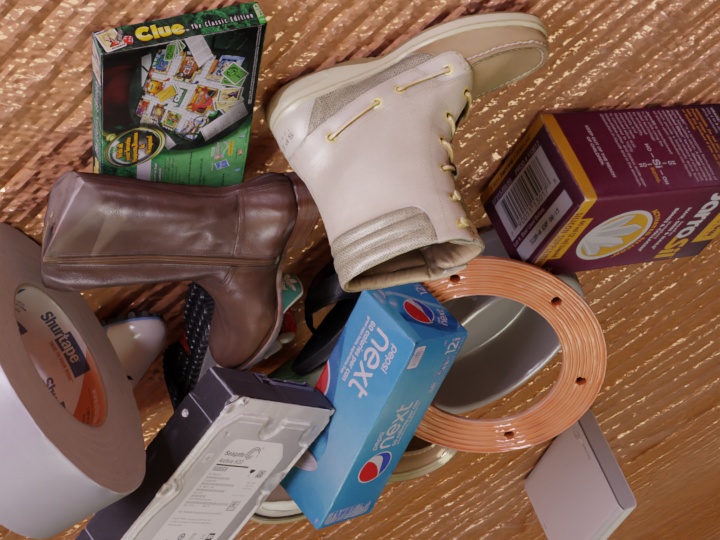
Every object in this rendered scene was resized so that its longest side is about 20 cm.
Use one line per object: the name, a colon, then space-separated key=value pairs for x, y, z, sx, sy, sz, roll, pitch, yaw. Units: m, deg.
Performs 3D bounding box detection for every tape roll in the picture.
tape roll: x=-0.220 y=0.070 z=1.002 sx=0.066 sy=0.201 sz=0.200 roll=-29 pitch=154 yaw=10

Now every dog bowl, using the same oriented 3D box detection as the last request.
dog bowl: x=0.113 y=0.050 z=1.371 sx=0.199 sy=0.059 sz=0.200 roll=-24 pitch=147 yaw=-17

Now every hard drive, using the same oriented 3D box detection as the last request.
hard drive: x=-0.121 y=0.163 z=1.164 sx=0.200 sy=0.038 sz=0.140 roll=-52 pitch=150 yaw=13
hard drive: x=0.264 y=0.271 z=1.875 sx=0.026 sy=0.132 sz=0.200 roll=-13 pitch=152 yaw=-21

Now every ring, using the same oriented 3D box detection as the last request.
ring: x=0.099 y=0.068 z=1.252 sx=0.199 sy=0.019 sz=0.201 roll=2 pitch=126 yaw=3

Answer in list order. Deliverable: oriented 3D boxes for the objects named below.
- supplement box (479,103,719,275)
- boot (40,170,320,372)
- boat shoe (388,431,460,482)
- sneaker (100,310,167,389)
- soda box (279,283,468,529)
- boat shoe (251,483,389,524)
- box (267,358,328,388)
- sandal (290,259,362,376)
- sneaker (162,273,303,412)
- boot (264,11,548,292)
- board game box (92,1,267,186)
supplement box: x=0.214 y=-0.066 z=1.250 sx=0.199 sy=0.086 sz=0.110 roll=-7 pitch=149 yaw=-32
boot: x=-0.140 y=0.006 z=1.047 sx=0.199 sy=0.064 sz=0.187 roll=-7 pitch=132 yaw=-37
boat shoe: x=-0.001 y=0.140 z=1.365 sx=0.199 sy=0.071 sz=0.065 roll=-4 pitch=135 yaw=36
sneaker: x=-0.210 y=0.101 z=1.221 sx=0.072 sy=0.073 sz=0.200 roll=6 pitch=140 yaw=-43
soda box: x=0.005 y=0.107 z=1.214 sx=0.064 sy=0.068 sz=0.201 roll=-8 pitch=135 yaw=-45
boat shoe: x=-0.032 y=0.194 z=1.557 sx=0.199 sy=0.075 sz=0.069 roll=-17 pitch=148 yaw=-31
box: x=-0.109 y=0.136 z=1.291 sx=0.200 sy=0.036 sz=0.144 roll=-34 pitch=-174 yaw=-19
sandal: x=0.000 y=-0.001 z=1.224 sx=0.201 sy=0.048 sz=0.075 roll=-50 pitch=-172 yaw=19
sneaker: x=-0.100 y=0.066 z=1.245 sx=0.093 sy=0.071 sz=0.200 roll=-6 pitch=146 yaw=-22
boot: x=0.054 y=-0.078 z=1.011 sx=0.199 sy=0.155 sz=0.072 roll=-20 pitch=154 yaw=-8
board game box: x=-0.120 y=-0.092 z=0.988 sx=0.104 sy=0.024 sz=0.200 roll=-16 pitch=153 yaw=-19
